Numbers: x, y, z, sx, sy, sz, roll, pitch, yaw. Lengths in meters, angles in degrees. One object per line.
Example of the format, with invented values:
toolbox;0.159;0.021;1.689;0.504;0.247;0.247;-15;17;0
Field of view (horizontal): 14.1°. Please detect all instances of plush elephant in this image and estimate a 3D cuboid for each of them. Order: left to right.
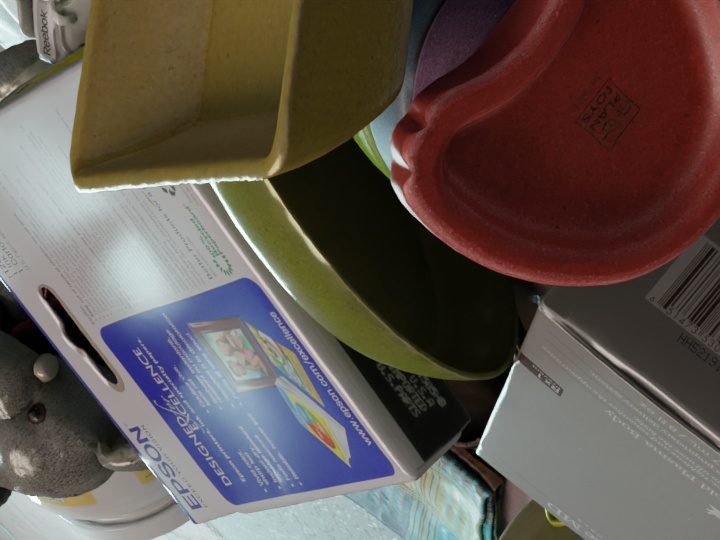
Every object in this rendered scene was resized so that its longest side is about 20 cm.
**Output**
plush elephant;-0.148;0.032;1.300;0.200;0.165;0.155;48;-154;-34

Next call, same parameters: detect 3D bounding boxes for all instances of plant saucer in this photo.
plant saucer;-0.027;-0.121;0.884;0.048;0.200;0.200;9;177;-23
plant saucer;-0.013;-0.041;1.052;0.200;0.031;0.200;47;-158;-26

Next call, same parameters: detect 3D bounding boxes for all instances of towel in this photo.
towel;0.018;0.109;1.605;0.147;0.022;0.200;38;164;15

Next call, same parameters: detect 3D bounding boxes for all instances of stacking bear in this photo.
stacking bear;0.030;-0.079;0.936;0.114;0.122;0.200;39;179;-36

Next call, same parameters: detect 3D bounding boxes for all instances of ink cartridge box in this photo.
ink cartridge box;-0.070;0.005;1.145;0.198;0.047;0.200;53;154;-10

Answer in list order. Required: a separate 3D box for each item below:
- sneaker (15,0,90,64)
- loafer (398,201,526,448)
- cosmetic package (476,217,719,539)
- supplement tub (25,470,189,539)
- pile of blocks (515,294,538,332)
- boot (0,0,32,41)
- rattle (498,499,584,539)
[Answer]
sneaker;-0.102;-0.129;1.154;0.074;0.087;0.200;31;160;41
loafer;0.000;0.000;1.165;0.200;0.073;0.071;49;-172;-16
cosmetic package;0.115;0.044;1.080;0.107;0.090;0.200;37;161;10
supplement tub;-0.161;0.051;1.663;0.145;0.145;0.200;29;159;41
pile of blocks;-0.007;0.004;1.254;0.200;0.062;0.082;20;175;-14
boot;-0.191;-0.169;1.280;0.166;0.072;0.200;14;153;51
rattle;0.078;0.143;1.211;0.130;0.200;0.143;36;163;24
